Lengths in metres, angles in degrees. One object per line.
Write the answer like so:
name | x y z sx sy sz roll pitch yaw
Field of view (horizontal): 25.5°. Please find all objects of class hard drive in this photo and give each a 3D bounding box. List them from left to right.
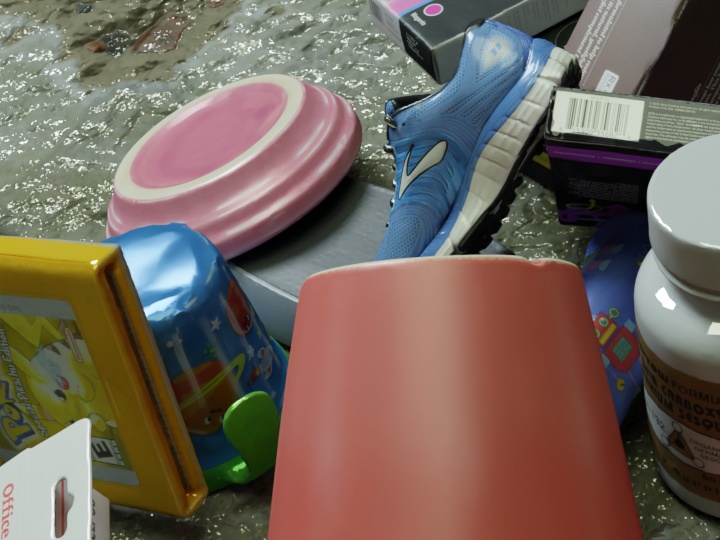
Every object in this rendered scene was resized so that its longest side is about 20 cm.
hard drive | 0.000 0.000 1.058 0.199 0.042 0.135 23 55 35

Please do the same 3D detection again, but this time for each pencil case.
pencil case | 0.130 0.056 0.937 0.078 0.087 0.200 42 59 -4

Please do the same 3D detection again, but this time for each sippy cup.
sippy cup | -0.117 0.047 0.980 0.177 0.131 0.140 4 45 21

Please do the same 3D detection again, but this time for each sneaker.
sneaker | 0.048 -0.061 0.954 0.089 0.201 0.078 36 19 15

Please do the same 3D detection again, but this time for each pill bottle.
pill bottle | 0.205 0.031 0.846 0.114 0.201 0.115 -9 42 8

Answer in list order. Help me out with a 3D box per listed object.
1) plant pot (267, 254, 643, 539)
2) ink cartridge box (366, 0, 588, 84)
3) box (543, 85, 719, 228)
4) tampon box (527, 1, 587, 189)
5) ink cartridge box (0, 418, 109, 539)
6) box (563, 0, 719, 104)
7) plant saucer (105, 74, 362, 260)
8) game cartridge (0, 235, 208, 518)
plant pot | 0.044 0.089 0.782 0.199 0.200 0.179 -4 83 13
ink cartridge box | 0.110 -0.198 1.055 0.199 0.037 0.095 -27 43 -13
box | 0.184 -0.056 0.937 0.142 0.200 0.036 8 78 11
tampon box | 0.185 -0.159 1.107 0.200 0.127 0.150 -36 45 -19
ink cartridge box | -0.198 0.180 0.856 0.200 0.067 0.117 -34 39 19
box | 0.218 -0.121 0.996 0.075 0.199 0.101 36 104 42
plant saucer | -0.097 -0.077 1.124 0.200 0.051 0.201 -22 29 13
game cartridge | -0.198 0.060 0.939 0.199 0.177 0.032 3 33 31
